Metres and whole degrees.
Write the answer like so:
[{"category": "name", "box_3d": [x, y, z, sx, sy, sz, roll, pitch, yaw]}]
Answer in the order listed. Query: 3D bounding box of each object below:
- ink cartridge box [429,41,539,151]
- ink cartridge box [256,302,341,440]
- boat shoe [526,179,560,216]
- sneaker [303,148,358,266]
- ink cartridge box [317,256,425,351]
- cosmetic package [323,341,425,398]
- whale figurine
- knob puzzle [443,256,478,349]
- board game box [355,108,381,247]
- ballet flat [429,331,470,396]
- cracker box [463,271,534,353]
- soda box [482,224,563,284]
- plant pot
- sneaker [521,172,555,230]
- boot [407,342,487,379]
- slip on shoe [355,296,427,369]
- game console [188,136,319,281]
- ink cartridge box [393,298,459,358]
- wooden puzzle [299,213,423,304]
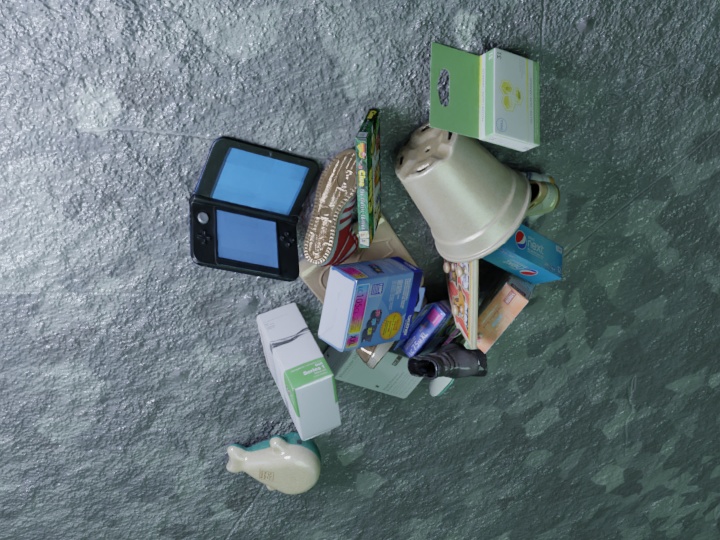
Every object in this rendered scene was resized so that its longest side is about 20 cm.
[{"category": "ink cartridge box", "box_3d": [0.204, -0.285, 1.507, 0.197, 0.149, 0.048, 9, 167, -33]}, {"category": "ink cartridge box", "box_3d": [-0.113, 0.181, 1.704, 0.083, 0.201, 0.148, -19, 135, -13]}, {"category": "boat shoe", "box_3d": [0.257, -0.121, 1.669, 0.198, 0.076, 0.066, -20, 155, 36]}, {"category": "sneaker", "box_3d": [-0.033, -0.102, 1.588, 0.204, 0.070, 0.112, -69, 161, 1]}, {"category": "ink cartridge box", "box_3d": [0.030, 0.055, 1.650, 0.198, 0.076, 0.139, -9, 119, -44]}, {"category": "cosmetic package", "box_3d": [0.034, 0.180, 1.864, 0.198, 0.075, 0.102, 19, 118, -38]}, {"category": "whale figurine", "box_3d": [-0.178, 0.387, 1.937, 0.195, 0.105, 0.161, 7, 129, 0]}, {"category": "knob puzzle", "box_3d": [0.172, 0.017, 1.697, 0.030, 0.222, 0.223, -7, 132, -8]}, {"category": "board game box", "box_3d": [0.014, -0.151, 1.538, 0.023, 0.105, 0.203, 7, 126, 13]}, {"category": "ballet flat", "box_3d": [0.193, 0.172, 1.949, 0.069, 0.070, 0.201, 27, 109, -39]}, {"category": "cracker box", "box_3d": [0.273, 0.062, 1.786, 0.057, 0.200, 0.135, 38, 112, 3]}, {"category": "soda box", "box_3d": [0.283, -0.038, 1.682, 0.198, 0.066, 0.067, 24, 154, -40]}, {"category": "plant pot", "box_3d": [0.159, -0.150, 1.579, 0.200, 0.202, 0.183, -40, 122, 11]}, {"category": "sneaker", "box_3d": [0.291, -0.102, 1.762, 0.086, 0.076, 0.203, 13, 122, -12]}, {"category": "boot", "box_3d": [0.145, 0.175, 1.784, 0.129, 0.071, 0.199, -3, 173, -21]}, {"category": "slip on shoe", "box_3d": [0.058, 0.103, 1.779, 0.200, 0.060, 0.076, -46, 172, -34]}, {"category": "game console", "box_3d": [-0.166, -0.094, 1.505, 0.197, 0.174, 0.118, 10, 150, -32]}, {"category": "ink cartridge box", "box_3d": [0.149, 0.110, 1.822, 0.120, 0.042, 0.199, -54, 157, 22]}, {"category": "wooden puzzle", "box_3d": [0.000, 0.000, 1.715, 0.184, 0.047, 0.201, -34, 130, 4]}]
